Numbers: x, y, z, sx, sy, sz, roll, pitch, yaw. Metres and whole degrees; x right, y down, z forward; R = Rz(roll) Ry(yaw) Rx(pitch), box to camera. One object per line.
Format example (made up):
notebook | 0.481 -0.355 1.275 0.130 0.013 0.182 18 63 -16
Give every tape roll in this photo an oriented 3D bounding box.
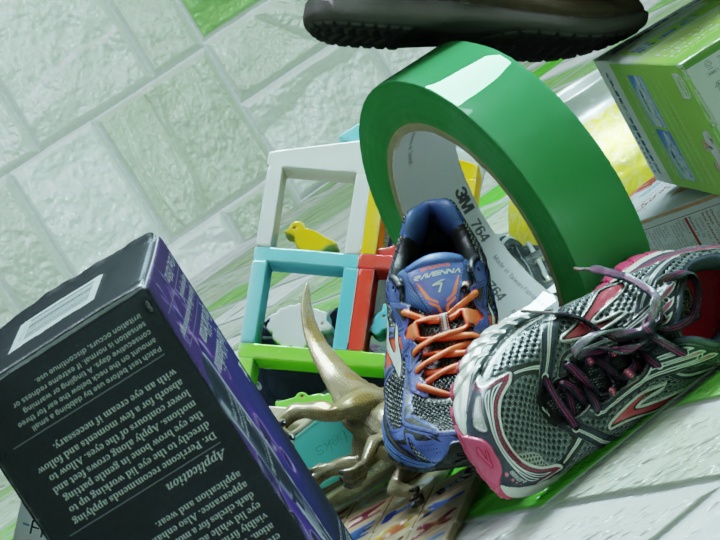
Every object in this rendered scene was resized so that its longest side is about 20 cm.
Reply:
tape roll | 0.079 -0.027 1.436 0.048 0.201 0.200 -33 6 -22

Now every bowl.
bowl | 0.173 -0.079 1.807 0.199 0.108 0.200 -32 6 4

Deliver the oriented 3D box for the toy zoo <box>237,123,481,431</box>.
toy zoo | 0.000 0.000 1.555 0.130 0.202 0.020 4 -20 12

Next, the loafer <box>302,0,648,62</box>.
loafer | 0.067 -0.159 1.446 0.198 0.072 0.073 3 -8 -20

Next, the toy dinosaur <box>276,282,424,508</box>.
toy dinosaur | 0.004 0.083 1.416 0.101 0.059 0.200 -30 38 -27

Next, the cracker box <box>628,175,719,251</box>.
cracker box | 0.222 -0.042 1.514 0.134 0.058 0.200 -36 8 -30

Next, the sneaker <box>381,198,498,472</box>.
sneaker | 0.039 0.033 1.355 0.075 0.079 0.200 -11 32 -1

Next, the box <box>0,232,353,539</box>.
box | -0.089 0.101 1.247 0.104 0.201 0.148 -32 11 3

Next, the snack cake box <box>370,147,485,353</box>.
snack cake box | 0.034 -0.008 1.683 0.067 0.116 0.200 11 -9 1

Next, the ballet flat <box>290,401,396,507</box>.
ballet flat | -0.040 0.126 1.511 0.199 0.068 0.062 -25 -22 34

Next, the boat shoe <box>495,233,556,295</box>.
boat shoe | 0.108 0.019 1.623 0.070 0.073 0.200 -15 13 6

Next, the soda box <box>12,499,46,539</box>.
soda box | -0.152 0.121 1.590 0.200 0.063 0.069 -63 -12 -73

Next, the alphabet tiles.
alphabet tiles | -0.006 0.149 1.395 0.167 0.008 0.200 -31 7 18

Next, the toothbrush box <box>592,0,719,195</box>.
toothbrush box | 0.224 -0.112 1.408 0.145 0.086 0.200 -31 7 -3

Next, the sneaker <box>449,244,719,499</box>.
sneaker | 0.122 0.039 1.285 0.200 0.081 0.074 -36 10 -35

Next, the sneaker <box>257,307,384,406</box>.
sneaker | -0.068 0.098 1.611 0.199 0.109 0.070 -31 6 16
